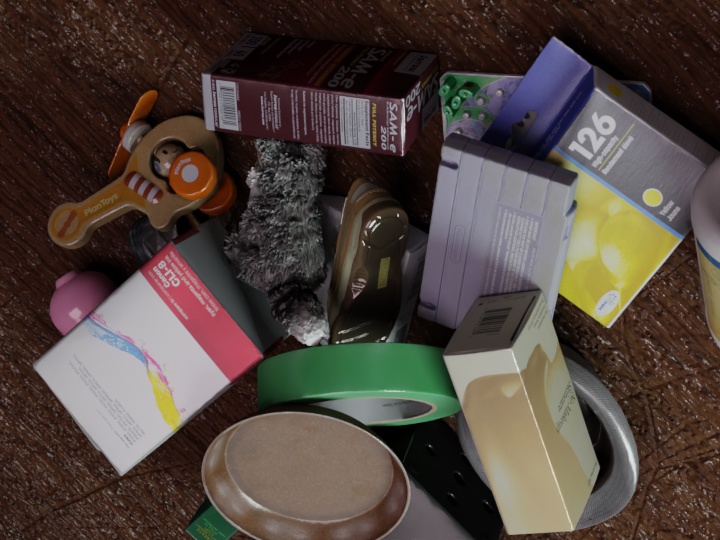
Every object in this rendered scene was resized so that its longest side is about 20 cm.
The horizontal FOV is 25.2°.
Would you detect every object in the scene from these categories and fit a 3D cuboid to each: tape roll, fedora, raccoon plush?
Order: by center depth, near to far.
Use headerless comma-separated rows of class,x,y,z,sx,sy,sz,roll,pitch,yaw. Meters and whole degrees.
raccoon plush,-0.051,-0.039,1.524,0.200,0.096,0.135,45,128,42
tape roll,0.000,0.113,1.550,0.199,0.200,0.049,-11,72,28
fedora,0.190,0.148,1.593,0.176,0.090,0.200,-33,101,34

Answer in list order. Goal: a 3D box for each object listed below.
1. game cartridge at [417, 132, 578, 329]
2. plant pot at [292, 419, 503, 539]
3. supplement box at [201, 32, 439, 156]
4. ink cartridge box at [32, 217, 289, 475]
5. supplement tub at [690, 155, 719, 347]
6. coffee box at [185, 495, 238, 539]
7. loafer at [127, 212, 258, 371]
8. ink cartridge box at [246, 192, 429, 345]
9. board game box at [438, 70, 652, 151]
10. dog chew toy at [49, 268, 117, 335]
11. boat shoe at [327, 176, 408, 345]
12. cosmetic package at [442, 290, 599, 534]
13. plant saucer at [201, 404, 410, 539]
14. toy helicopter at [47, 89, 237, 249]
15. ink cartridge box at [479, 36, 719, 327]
game cartridge,0.125,-0.021,1.477,0.129,0.038,0.201,17,129,12
plant pot,0.044,0.265,1.676,0.200,0.200,0.177,45,114,-6
supplement box,-0.036,-0.166,1.495,0.198,0.109,0.061,9,122,18
ink cartridge box,-0.190,0.073,1.589,0.200,0.145,0.145,-40,91,17
supplement tub,0.361,-0.001,1.370,0.143,0.146,0.201,3,142,22
coffee box,-0.101,0.210,1.740,0.044,0.123,0.200,40,125,-7
loafer,-0.158,0.019,1.676,0.072,0.073,0.200,-29,105,41
ink cartridge box,-0.032,-0.007,1.640,0.199,0.047,0.161,32,129,24
board game box,0.172,-0.083,1.504,0.198,0.026,0.202,6,121,20
dog chew toy,-0.263,0.088,1.743,0.124,0.124,0.201,-29,96,34
boat shoe,0.000,0.000,1.552,0.076,0.071,0.201,53,140,41
cosmetic package,0.151,0.131,1.477,0.071,0.105,0.201,-8,118,29
plant saucer,-0.050,0.192,1.526,0.198,0.035,0.201,4,133,5
toy helicopter,-0.231,-0.091,1.621,0.199,0.079,0.133,-29,73,8
ink cartridge box,0.200,-0.076,1.454,0.199,0.047,0.198,33,128,-1
